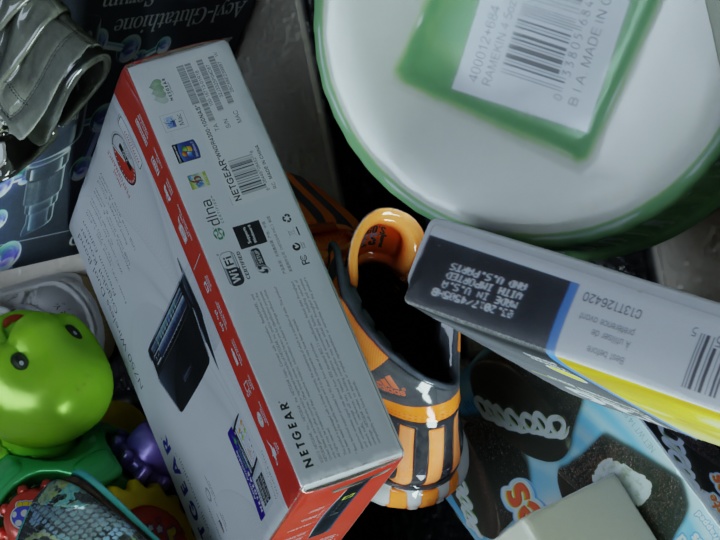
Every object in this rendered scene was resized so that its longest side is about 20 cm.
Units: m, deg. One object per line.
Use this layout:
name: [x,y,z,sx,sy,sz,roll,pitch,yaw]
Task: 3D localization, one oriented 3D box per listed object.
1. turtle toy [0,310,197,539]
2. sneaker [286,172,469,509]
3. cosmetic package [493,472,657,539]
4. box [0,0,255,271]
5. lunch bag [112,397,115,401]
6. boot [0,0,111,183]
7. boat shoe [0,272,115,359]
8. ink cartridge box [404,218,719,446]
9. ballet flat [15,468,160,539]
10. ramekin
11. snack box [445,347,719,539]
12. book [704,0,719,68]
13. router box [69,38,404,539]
turtle toy: [-0.133,0.113,1.362,0.101,0.146,0.200,-14,103,51]
sneaker: [0.000,0.000,1.278,0.200,0.077,0.112,56,153,38]
cosmetic package: [0.111,0.200,1.226,0.104,0.073,0.200,-43,76,39]
box: [-0.144,-0.113,1.360,0.107,0.148,0.200,39,122,26]
lunch bag: [-0.204,0.169,1.433,0.117,0.200,0.164,-9,97,44]
boot: [-0.144,-0.132,1.227,0.131,0.068,0.200,50,133,13]
boat shoe: [-0.218,0.046,1.507,0.200,0.069,0.071,-20,90,41]
ink cartridge box: [0.146,0.048,1.128,0.197,0.200,0.047,17,81,36]
ballet flat: [-0.073,0.173,1.282,0.200,0.074,0.074,37,124,2]
ramekin: [0.076,-0.100,1.164,0.200,0.098,0.200,1,94,12]
snack box: [0.114,0.115,1.274,0.200,0.037,0.116,54,129,16]
book: [0.204,-0.085,1.100,0.048,0.133,0.200,170,85,-70]
router box: [-0.059,0.028,1.269,0.200,0.049,0.180,66,159,16]
